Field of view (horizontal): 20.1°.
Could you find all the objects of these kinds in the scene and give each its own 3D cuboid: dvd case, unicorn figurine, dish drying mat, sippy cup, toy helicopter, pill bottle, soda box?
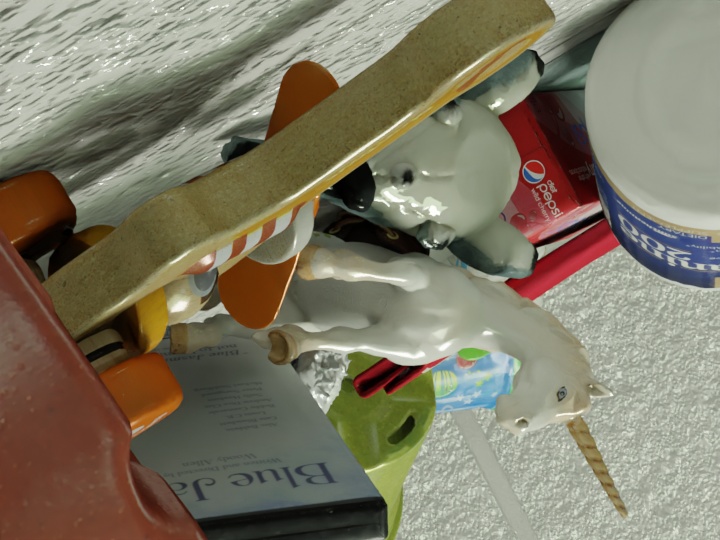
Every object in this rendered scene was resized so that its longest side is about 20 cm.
[{"bbox_3d":[-0.083,0.066,0.775,0.141,0.018,0.200,-5,-162,-14],"label":"dvd case"},{"bbox_3d":[0.004,0.018,0.790,0.137,0.200,0.074,4,112,-46],"label":"unicorn figurine"},{"bbox_3d":[0.086,0.009,1.054,0.199,0.018,0.077,-30,175,-32],"label":"dish drying mat"},{"bbox_3d":[0.057,0.063,1.702,0.129,0.140,0.179,-14,144,-25],"label":"sippy cup"},{"bbox_3d":[-0.024,-0.024,0.605,0.199,0.079,0.132,-34,174,20],"label":"toy helicopter"},{"bbox_3d":[0.162,-0.053,0.937,0.110,0.112,0.200,-28,165,3],"label":"pill bottle"},{"bbox_3d":[0.099,-0.051,1.059,0.070,0.064,0.200,-30,176,21],"label":"soda box"}]

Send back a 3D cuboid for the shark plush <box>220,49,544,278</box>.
[{"bbox_3d":[0.005,-0.029,0.782,0.083,0.092,0.200,3,-164,26],"label":"shark plush"}]

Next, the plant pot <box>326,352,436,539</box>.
[{"bbox_3d":[-0.033,0.118,1.490,0.199,0.201,0.184,-25,163,-31],"label":"plant pot"}]

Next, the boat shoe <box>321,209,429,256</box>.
[{"bbox_3d":[0.000,0.000,1.052,0.070,0.071,0.200,6,-178,5],"label":"boat shoe"}]

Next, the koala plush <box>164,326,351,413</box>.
[{"bbox_3d":[-0.086,0.087,1.026,0.176,0.185,0.200,-7,-163,15],"label":"koala plush"}]

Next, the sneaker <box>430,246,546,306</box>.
[{"bbox_3d":[0.104,-0.007,1.453,0.076,0.081,0.200,-25,173,-15],"label":"sneaker"}]

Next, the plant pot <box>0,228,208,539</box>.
[{"bbox_3d":[-0.137,0.077,0.422,0.195,0.201,0.201,-35,176,-9],"label":"plant pot"}]
